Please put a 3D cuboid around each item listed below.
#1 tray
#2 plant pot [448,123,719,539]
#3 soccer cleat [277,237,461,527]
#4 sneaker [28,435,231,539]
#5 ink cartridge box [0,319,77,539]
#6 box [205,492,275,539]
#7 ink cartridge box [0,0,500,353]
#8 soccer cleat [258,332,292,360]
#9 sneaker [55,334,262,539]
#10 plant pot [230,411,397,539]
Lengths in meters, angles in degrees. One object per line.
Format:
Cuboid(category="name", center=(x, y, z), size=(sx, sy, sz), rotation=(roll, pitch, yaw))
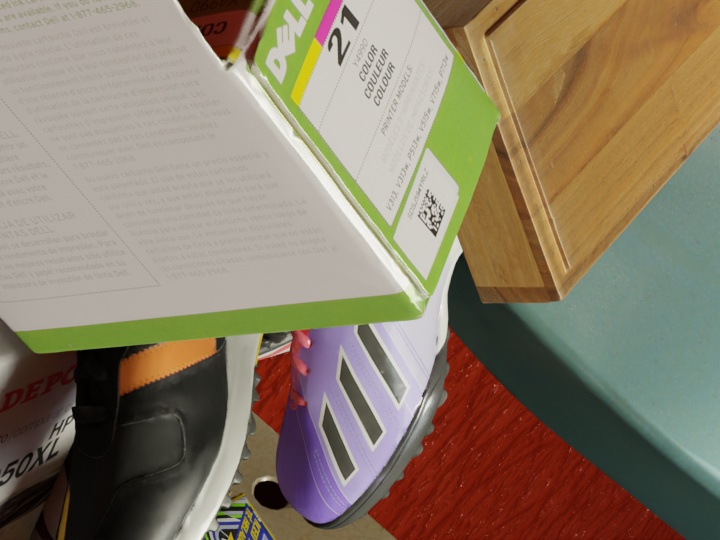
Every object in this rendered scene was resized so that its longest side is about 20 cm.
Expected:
Cuboid(category="tray", center=(0.089, -0.084, 0.892), size=(0.200, 0.037, 0.099), rotation=(-44, 122, -41))
Cuboid(category="plant pot", center=(0.122, 0.009, 1.035), size=(0.142, 0.200, 0.141), rotation=(-59, -162, -7))
Cuboid(category="soccer cleat", center=(0.000, 0.000, 0.936), size=(0.073, 0.068, 0.201), rotation=(7, 117, -33))
Cuboid(category="sneaker", center=(-0.083, 0.018, 0.999), size=(0.090, 0.075, 0.201), rotation=(-24, -144, 38))
Cuboid(category="ink cartridge box", center=(-0.178, 0.081, 0.895), size=(0.144, 0.084, 0.201), rotation=(-24, 146, -56))
Cuboid(category="box", center=(-0.106, 0.163, 0.926), size=(0.200, 0.064, 0.070), rotation=(-38, 172, 25))
Cuboid(category="ink cartridge box", center=(-0.077, -0.071, 0.699), size=(0.200, 0.147, 0.076), rotation=(52, 46, -36))
Cuboid(category="soccer cleat", center=(0.005, -0.004, 1.100), size=(0.199, 0.069, 0.073), rotation=(-14, -178, -15))
Cuboid(category="sneaker", center=(-0.075, 0.008, 0.849), size=(0.070, 0.090, 0.201), rotation=(-9, -123, 57))
Cuboid(category="plant pot", center=(-0.083, 0.162, 1.064), size=(0.199, 0.200, 0.177), rotation=(-35, 159, -40))
